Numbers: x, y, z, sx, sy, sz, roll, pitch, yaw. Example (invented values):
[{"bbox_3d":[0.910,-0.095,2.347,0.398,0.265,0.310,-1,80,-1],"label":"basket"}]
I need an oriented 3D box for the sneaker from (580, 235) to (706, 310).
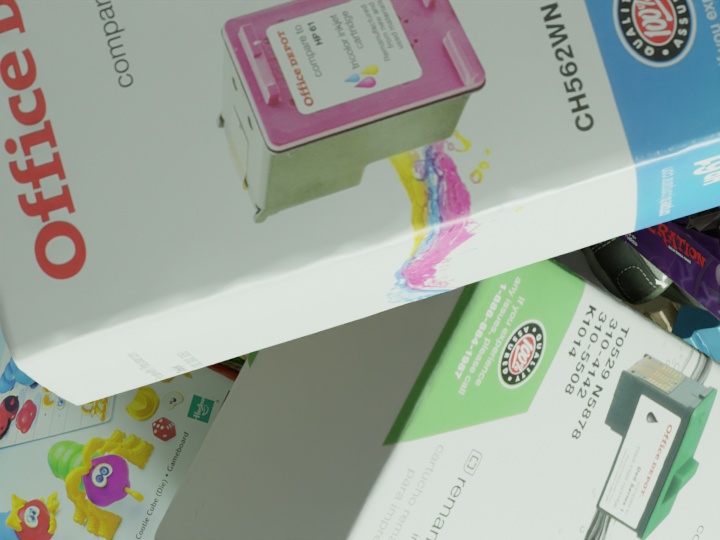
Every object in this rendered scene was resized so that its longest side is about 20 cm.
[{"bbox_3d":[0.136,-0.022,1.013,0.200,0.080,0.074,-5,157,-49],"label":"sneaker"}]

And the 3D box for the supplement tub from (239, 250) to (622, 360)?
[{"bbox_3d":[0.000,0.000,1.096,0.144,0.145,0.200,-12,170,-31],"label":"supplement tub"}]

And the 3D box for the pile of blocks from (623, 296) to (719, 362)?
[{"bbox_3d":[0.137,0.037,1.122,0.199,0.062,0.082,-32,-149,8],"label":"pile of blocks"}]

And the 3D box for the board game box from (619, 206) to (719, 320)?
[{"bbox_3d":[0.198,-0.026,0.918,0.199,0.120,0.032,-23,137,-25],"label":"board game box"}]

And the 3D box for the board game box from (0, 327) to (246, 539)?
[{"bbox_3d":[-0.115,0.055,1.008,0.199,0.105,0.103,26,-178,14],"label":"board game box"}]

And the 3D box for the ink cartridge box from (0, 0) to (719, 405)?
[{"bbox_3d":[-0.005,-0.067,0.677,0.199,0.145,0.085,-18,171,4],"label":"ink cartridge box"}]

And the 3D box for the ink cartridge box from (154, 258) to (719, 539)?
[{"bbox_3d":[0.048,0.071,0.946,0.084,0.147,0.200,27,179,45],"label":"ink cartridge box"}]
